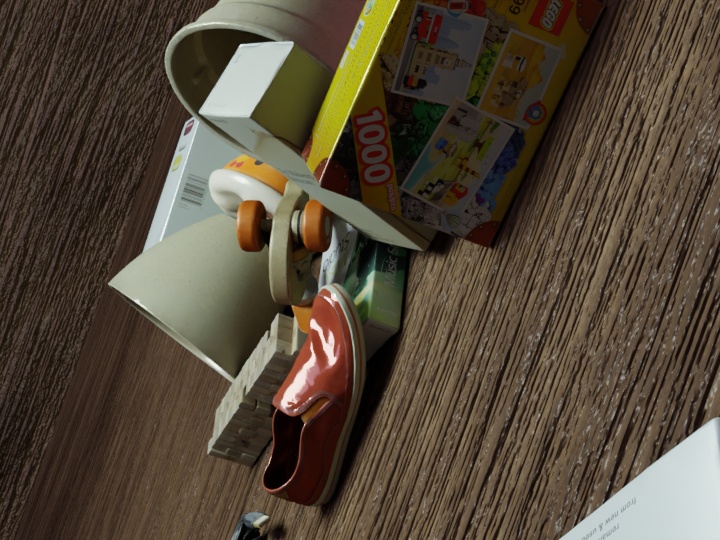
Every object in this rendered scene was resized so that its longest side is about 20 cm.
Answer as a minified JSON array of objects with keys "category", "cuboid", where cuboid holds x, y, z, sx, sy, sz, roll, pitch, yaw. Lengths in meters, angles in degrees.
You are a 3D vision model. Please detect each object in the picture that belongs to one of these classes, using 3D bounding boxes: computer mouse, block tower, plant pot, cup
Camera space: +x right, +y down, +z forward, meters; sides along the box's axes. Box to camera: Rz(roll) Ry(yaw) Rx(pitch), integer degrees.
[{"category":"computer mouse","cuboid":[-0.100,0.298,1.205,0.200,0.046,0.141,161,131,-75]},{"category":"block tower","cuboid":[-0.098,0.125,1.359,0.200,0.054,0.058,-56,22,39]},{"category":"plant pot","cuboid":[-0.050,-0.222,1.199,0.200,0.200,0.184,-39,23,60]},{"category":"cup","cuboid":[-0.160,0.022,1.464,0.143,0.200,0.200,-52,15,-9]}]

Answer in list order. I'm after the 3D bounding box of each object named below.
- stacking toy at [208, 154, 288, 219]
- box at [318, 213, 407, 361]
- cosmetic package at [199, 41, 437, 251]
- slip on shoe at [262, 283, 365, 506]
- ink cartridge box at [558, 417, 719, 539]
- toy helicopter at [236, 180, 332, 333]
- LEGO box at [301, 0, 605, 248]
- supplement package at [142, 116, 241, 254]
[{"category":"stacking toy","cuboid":[-0.063,-0.130,1.456,0.200,0.146,0.146,-58,13,-18]},{"category":"box","cuboid":[0.000,0.000,1.220,0.144,0.036,0.200,130,152,-50]},{"category":"cosmetic package","cuboid":[-0.022,-0.102,1.077,0.073,0.200,0.103,-60,29,-9]},{"category":"slip on shoe","cuboid":[-0.042,0.109,1.127,0.074,0.061,0.201,28,108,56]},{"category":"ink cartridge box","cuboid":[0.137,0.180,0.405,0.145,0.145,0.200,128,155,-45]},{"category":"toy helicopter","cuboid":[-0.052,-0.028,1.233,0.200,0.079,0.133,-67,-26,-63]},{"category":"LEGO box","cuboid":[0.065,-0.139,0.972,0.200,0.149,0.077,-66,20,16]},{"category":"supplement package","cuboid":[-0.166,-0.073,1.611,0.111,0.155,0.201,173,115,-72]}]
